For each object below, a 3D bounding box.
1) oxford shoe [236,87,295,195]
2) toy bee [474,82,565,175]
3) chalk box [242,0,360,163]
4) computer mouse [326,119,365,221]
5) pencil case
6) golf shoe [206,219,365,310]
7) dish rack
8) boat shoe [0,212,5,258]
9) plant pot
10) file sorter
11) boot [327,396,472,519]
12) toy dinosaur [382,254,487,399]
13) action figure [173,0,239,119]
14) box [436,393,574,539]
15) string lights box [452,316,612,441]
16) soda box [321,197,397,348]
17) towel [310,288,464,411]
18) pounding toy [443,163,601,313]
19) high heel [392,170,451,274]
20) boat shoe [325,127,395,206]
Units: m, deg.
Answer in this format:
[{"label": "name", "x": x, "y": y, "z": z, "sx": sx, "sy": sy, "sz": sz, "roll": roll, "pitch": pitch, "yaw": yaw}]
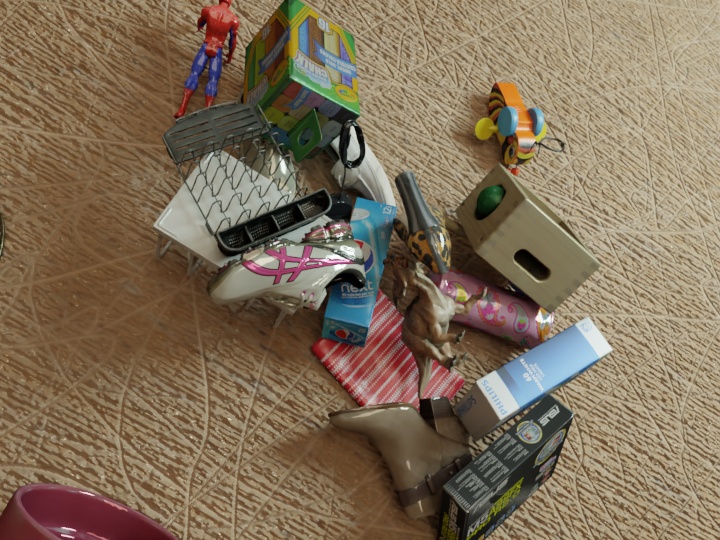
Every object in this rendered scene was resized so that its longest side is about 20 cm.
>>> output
[{"label": "oxford shoe", "x": -0.141, "y": -0.193, "z": 0.999, "sx": 0.074, "sy": 0.058, "sz": 0.202, "roll": -8, "pitch": 75, "yaw": -22}, {"label": "toy bee", "x": 0.252, "y": -0.220, "z": 1.125, "sx": 0.129, "sy": 0.109, "sz": 0.201, "roll": 14, "pitch": 42, "yaw": -4}, {"label": "chalk box", "x": -0.085, "y": -0.250, "z": 0.947, "sx": 0.123, "sy": 0.124, "sz": 0.202, "roll": 21, "pitch": 52, "yaw": -35}, {"label": "computer mouse", "x": -0.033, "y": -0.117, "z": 0.951, "sx": 0.058, "sy": 0.202, "sz": 0.034, "roll": -5, "pitch": 33, "yaw": -33}, {"label": "pencil case", "x": 0.188, "y": 0.056, "z": 1.002, "sx": 0.198, "sy": 0.087, "sz": 0.088, "roll": 20, "pitch": 66, "yaw": -11}, {"label": "golf shoe", "x": -0.081, "y": 0.007, "z": 0.798, "sx": 0.198, "sy": 0.073, "sz": 0.093, "roll": -20, "pitch": 79, "yaw": -25}, {"label": "dish rack", "x": -0.146, "y": -0.124, "z": 0.835, "sx": 0.152, "sy": 0.055, "sz": 0.201, "roll": -25, "pitch": 80, "yaw": -27}, {"label": "boat shoe", "x": -0.489, "y": -0.004, "z": 0.808, "sx": 0.071, "sy": 0.068, "sz": 0.202, "roll": 17, "pitch": 65, "yaw": -10}, {"label": "plant pot", "x": -0.301, "y": 0.344, "z": 0.686, "sx": 0.199, "sy": 0.200, "sz": 0.180, "roll": 27, "pitch": 80, "yaw": -7}, {"label": "file sorter", "x": -0.153, "y": -0.035, "z": 0.898, "sx": 0.199, "sy": 0.125, "sz": 0.140, "roll": 32, "pitch": 63, "yaw": -5}, {"label": "boot", "x": 0.059, "y": 0.246, "z": 0.881, "sx": 0.198, "sy": 0.070, "sz": 0.148, "roll": -2, "pitch": 79, "yaw": -21}, {"label": "toy dinosaur", "x": 0.085, "y": 0.068, "z": 0.923, "sx": 0.134, "sy": 0.202, "sz": 0.086, "roll": 22, "pitch": 30, "yaw": 21}, {"label": "action figure", "x": -0.229, "y": -0.315, "z": 1.018, "sx": 0.065, "sy": 0.099, "sz": 0.202, "roll": 16, "pitch": 89, "yaw": -15}, {"label": "box", "x": 0.186, "y": 0.273, "z": 0.878, "sx": 0.199, "sy": 0.161, "sz": 0.044, "roll": -32, "pitch": 53, "yaw": -26}, {"label": "string lights box", "x": 0.230, "y": 0.145, "z": 0.909, "sx": 0.199, "sy": 0.103, "sz": 0.059, "roll": -25, "pitch": 69, "yaw": -22}, {"label": "soda box", "x": 0.000, "y": 0.000, "z": 0.949, "sx": 0.063, "sy": 0.068, "sz": 0.202, "roll": 13, "pitch": 60, "yaw": 2}, {"label": "towel", "x": 0.042, "y": 0.134, "z": 0.958, "sx": 0.200, "sy": 0.022, "sz": 0.144, "roll": 47, "pitch": 65, "yaw": 2}, {"label": "pounding toy", "x": 0.208, "y": -0.054, "z": 0.997, "sx": 0.199, "sy": 0.142, "sz": 0.185, "roll": 36, "pitch": 19, "yaw": -18}, {"label": "high heel", "x": 0.094, "y": -0.026, "z": 0.910, "sx": 0.071, "sy": 0.200, "sz": 0.144, "roll": -22, "pitch": 63, "yaw": 6}, {"label": "boat shoe", "x": -0.015, "y": -0.160, "z": 1.025, "sx": 0.068, "sy": 0.072, "sz": 0.201, "roll": -27, "pitch": 83, "yaw": -9}]
